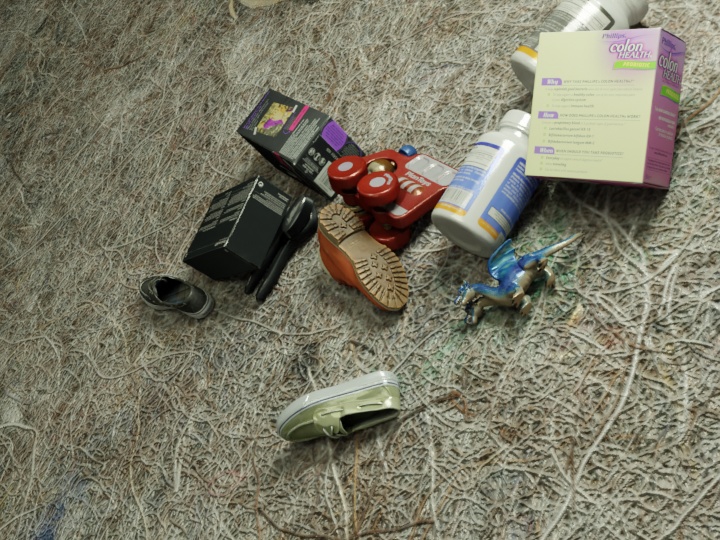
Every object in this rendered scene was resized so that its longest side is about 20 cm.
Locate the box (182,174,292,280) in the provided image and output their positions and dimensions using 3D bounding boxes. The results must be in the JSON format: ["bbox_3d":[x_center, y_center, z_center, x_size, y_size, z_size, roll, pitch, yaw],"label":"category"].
[{"bbox_3d":[-0.216,-0.069,1.638,0.200,0.079,0.142,-12,48,59],"label":"box"}]

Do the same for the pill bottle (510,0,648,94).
[{"bbox_3d":[0.332,-0.352,1.434,0.200,0.116,0.116,-46,44,1],"label":"pill bottle"}]

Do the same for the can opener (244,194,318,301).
[{"bbox_3d":[-0.139,-0.041,1.619,0.063,0.078,0.201,34,93,38],"label":"can opener"}]

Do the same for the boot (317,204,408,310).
[{"bbox_3d":[0.000,0.000,1.479,0.075,0.108,0.200,-24,62,-29],"label":"boot"}]

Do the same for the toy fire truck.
[{"bbox_3d":[0.051,-0.136,1.521,0.167,0.113,0.200,-34,40,-21],"label":"toy fire truck"}]

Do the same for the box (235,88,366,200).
[{"bbox_3d":[-0.107,-0.225,1.677,0.106,0.122,0.200,-52,44,-4],"label":"box"}]

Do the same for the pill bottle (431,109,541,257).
[{"bbox_3d":[0.198,-0.130,1.383,0.112,0.112,0.201,23,75,44],"label":"pill bottle"}]

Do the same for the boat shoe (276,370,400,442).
[{"bbox_3d":[-0.033,0.206,1.354,0.199,0.072,0.062,-26,45,17],"label":"boat shoe"}]

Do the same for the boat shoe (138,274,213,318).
[{"bbox_3d":[-0.350,0.038,1.718,0.199,0.066,0.070,19,73,43],"label":"boat shoe"}]

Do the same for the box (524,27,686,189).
[{"bbox_3d":[0.333,-0.219,1.293,0.175,0.096,0.202,8,95,39],"label":"box"}]

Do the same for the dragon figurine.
[{"bbox_3d":[0.216,-0.001,1.316,0.200,0.059,0.099,-51,44,-2],"label":"dragon figurine"}]
